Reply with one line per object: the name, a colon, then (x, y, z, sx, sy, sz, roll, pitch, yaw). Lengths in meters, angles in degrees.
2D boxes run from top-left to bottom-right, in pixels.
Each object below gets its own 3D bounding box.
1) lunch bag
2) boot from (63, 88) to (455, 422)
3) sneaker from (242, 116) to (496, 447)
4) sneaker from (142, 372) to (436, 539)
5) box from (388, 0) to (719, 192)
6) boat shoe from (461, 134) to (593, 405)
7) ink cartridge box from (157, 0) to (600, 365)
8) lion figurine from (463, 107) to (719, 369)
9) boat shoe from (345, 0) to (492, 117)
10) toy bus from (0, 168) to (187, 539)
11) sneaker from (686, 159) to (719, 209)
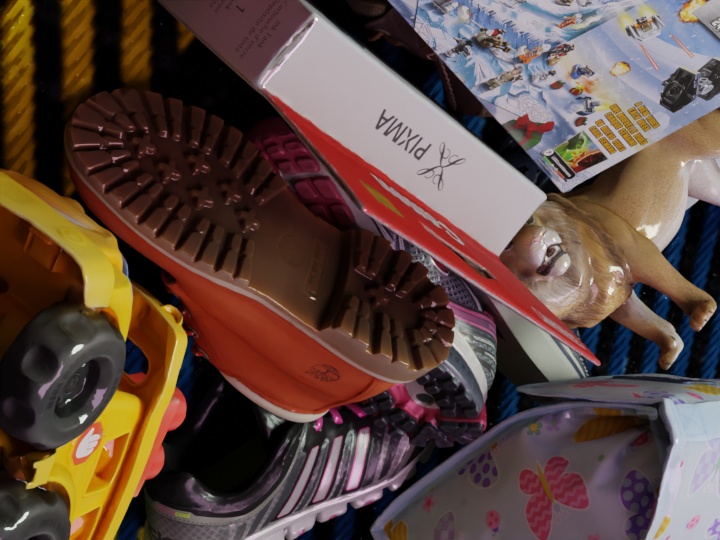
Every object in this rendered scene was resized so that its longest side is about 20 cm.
lunch bag: (0.135, 0.118, 1.138, 0.169, 0.128, 0.200, -1, 150, -48)
boot: (-0.065, 0.002, 0.987, 0.199, 0.075, 0.107, 37, 140, -19)
sneaker: (0.000, 0.000, 1.068, 0.200, 0.080, 0.075, 54, 39, -34)
sneaker: (-0.031, 0.080, 1.114, 0.199, 0.074, 0.088, -31, 141, -18)
box: (0.101, -0.123, 0.946, 0.136, 0.040, 0.200, -28, 143, 16)
boat shoe: (0.103, 0.004, 1.178, 0.093, 0.074, 0.200, -50, 146, -11)
ink cartridge box: (0.020, -0.054, 0.953, 0.045, 0.176, 0.200, -50, 141, 7)
lion figurine: (0.142, -0.035, 1.097, 0.200, 0.122, 0.073, -48, 173, -35)
boat shoe: (0.025, -0.138, 0.993, 0.071, 0.073, 0.200, -11, 149, 3)
toy bus: (-0.140, 0.050, 0.948, 0.191, 0.135, 0.201, -8, 127, -56)
sneaker: (0.211, -0.111, 1.179, 0.070, 0.073, 0.201, 16, 111, -46)
